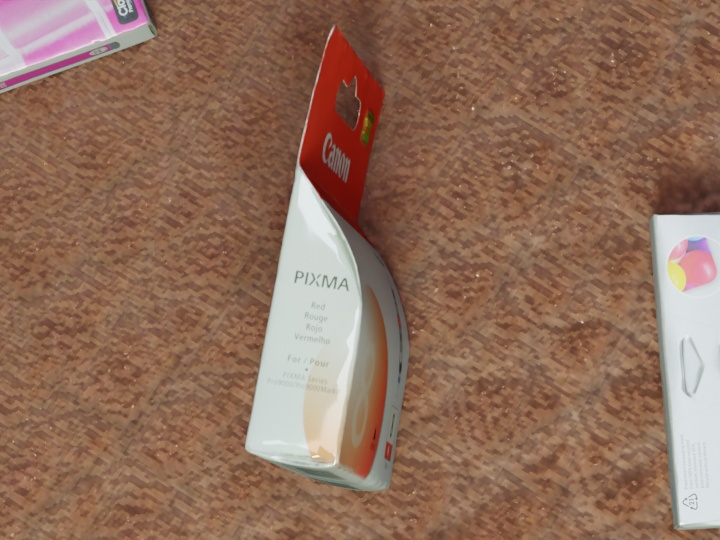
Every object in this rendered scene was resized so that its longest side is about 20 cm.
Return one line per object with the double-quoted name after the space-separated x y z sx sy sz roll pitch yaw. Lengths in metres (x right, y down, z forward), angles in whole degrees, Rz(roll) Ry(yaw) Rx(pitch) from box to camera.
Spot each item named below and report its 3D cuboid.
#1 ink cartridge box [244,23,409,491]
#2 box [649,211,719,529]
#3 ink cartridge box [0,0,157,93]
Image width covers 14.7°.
0.000 0.000 1.320 0.050 0.162 0.200 12 84 11 "ink cartridge box"
0.247 0.044 1.365 0.200 0.041 0.156 -4 82 1 "box"
-0.211 -0.131 1.413 0.200 0.037 0.095 -20 82 2 "ink cartridge box"
